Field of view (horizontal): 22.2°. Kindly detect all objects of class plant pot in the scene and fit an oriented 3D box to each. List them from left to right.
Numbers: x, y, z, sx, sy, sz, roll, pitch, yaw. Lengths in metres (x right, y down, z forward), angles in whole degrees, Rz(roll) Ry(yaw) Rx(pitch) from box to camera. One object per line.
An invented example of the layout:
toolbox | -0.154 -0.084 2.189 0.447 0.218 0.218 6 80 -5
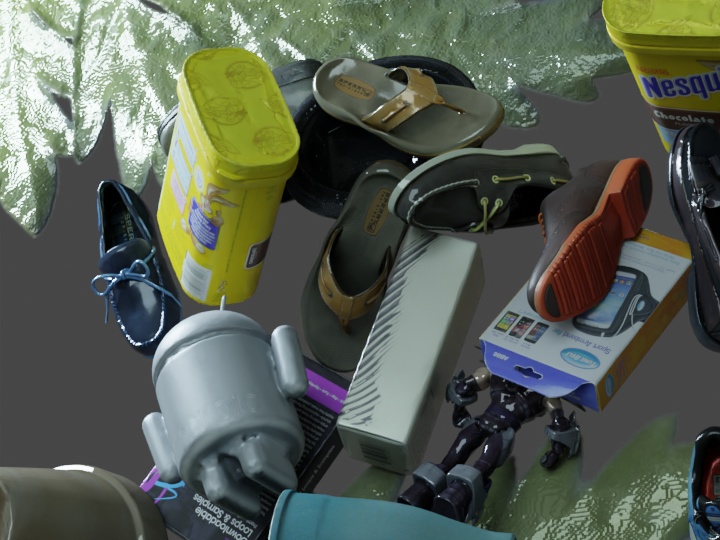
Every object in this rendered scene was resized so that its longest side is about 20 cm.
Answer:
plant pot | -0.292 0.248 1.585 0.199 0.173 0.201 -12 63 25
plant pot | 0.032 0.272 1.437 0.187 0.200 0.201 -1 59 7

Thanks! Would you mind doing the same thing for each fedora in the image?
fedora | 0.028 -0.106 1.725 0.199 0.092 0.202 -9 55 13

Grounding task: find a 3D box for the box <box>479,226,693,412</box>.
box | 0.192 0.039 1.558 0.119 0.042 0.200 21 56 34

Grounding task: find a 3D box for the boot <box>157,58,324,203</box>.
boot | -0.108 -0.122 1.821 0.199 0.068 0.131 -20 59 15

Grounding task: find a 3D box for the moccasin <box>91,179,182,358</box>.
moccasin | -0.231 -0.003 1.799 0.080 0.068 0.201 -29 52 6

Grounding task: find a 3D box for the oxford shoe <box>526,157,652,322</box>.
oxford shoe | 0.180 -0.025 1.559 0.072 0.072 0.200 4 36 34

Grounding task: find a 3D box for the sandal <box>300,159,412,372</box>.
sandal | 0.000 0.000 1.634 0.081 0.055 0.201 23 108 -2

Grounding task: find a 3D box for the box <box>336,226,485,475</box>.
box | 0.046 0.070 1.607 0.068 0.082 0.201 14 65 15

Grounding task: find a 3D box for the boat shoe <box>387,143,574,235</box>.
boat shoe | 0.115 -0.066 1.620 0.200 0.072 0.061 -13 51 -36

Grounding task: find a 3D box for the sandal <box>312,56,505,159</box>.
sandal | 0.035 -0.157 1.662 0.199 0.054 0.081 23 68 29

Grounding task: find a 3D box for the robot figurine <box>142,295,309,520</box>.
robot figurine | -0.116 0.116 1.597 0.169 0.113 0.201 -33 50 12

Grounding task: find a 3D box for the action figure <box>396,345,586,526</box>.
action figure | 0.111 0.138 1.552 0.130 0.070 0.200 17 54 39

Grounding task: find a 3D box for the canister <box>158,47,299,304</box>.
canister | -0.128 -0.083 1.704 0.086 0.201 0.149 -8 53 -22

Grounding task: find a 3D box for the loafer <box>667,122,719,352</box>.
loafer | 0.307 -0.034 1.539 0.063 0.071 0.201 145 125 -60

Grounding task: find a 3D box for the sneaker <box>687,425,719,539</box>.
sneaker | 0.278 0.211 1.410 0.078 0.090 0.201 -14 56 17

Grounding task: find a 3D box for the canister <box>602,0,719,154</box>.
canister | 0.304 -0.176 1.570 0.148 0.200 0.087 5 62 28

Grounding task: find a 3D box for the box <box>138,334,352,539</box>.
box | -0.098 0.164 1.654 0.143 0.036 0.200 27 73 36
